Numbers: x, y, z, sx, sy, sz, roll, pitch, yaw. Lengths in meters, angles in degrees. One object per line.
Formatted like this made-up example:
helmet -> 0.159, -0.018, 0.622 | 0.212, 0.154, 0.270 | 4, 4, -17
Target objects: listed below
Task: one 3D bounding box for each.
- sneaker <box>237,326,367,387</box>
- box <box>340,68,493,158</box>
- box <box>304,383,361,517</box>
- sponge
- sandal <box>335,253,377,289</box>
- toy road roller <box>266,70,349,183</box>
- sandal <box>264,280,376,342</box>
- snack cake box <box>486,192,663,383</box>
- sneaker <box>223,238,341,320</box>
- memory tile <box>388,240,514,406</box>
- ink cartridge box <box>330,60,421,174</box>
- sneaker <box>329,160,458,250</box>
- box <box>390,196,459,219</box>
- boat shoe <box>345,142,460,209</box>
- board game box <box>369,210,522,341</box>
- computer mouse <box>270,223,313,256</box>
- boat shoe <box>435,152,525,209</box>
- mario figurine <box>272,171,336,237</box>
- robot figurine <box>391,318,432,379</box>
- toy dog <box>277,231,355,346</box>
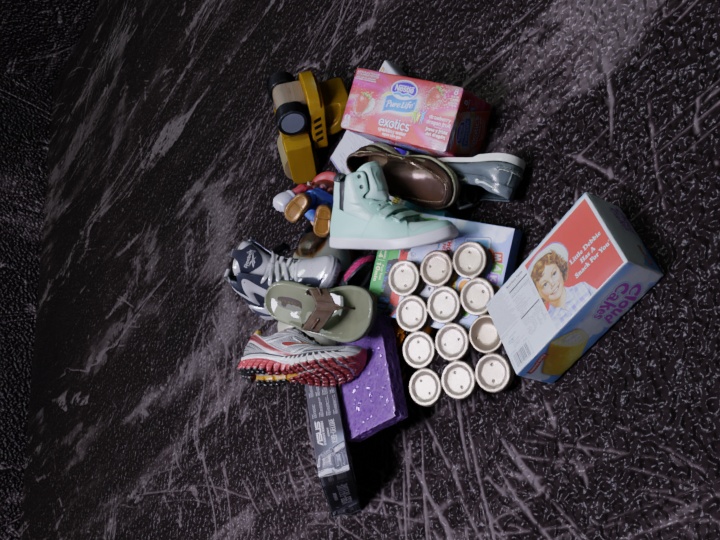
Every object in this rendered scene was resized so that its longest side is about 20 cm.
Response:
sneaker -> -0.085, 0.118, 1.317 | 0.196, 0.078, 0.083 | -1, 57, 19
box -> 0.082, -0.228, 1.338 | 0.198, 0.099, 0.097 | 19, 95, 36
box -> -0.045, 0.247, 1.368 | 0.159, 0.049, 0.203 | 80, 179, -55
sponge -> 0.011, 0.137, 1.318 | 0.111, 0.029, 0.203 | -37, 50, 41
sandal -> 0.000, 0.000, 1.377 | 0.075, 0.045, 0.200 | -30, 15, 48
toy road roller -> -0.087, -0.274, 1.679 | 0.202, 0.143, 0.124 | 85, 170, -50
sandal -> -0.064, 0.057, 1.283 | 0.198, 0.057, 0.081 | 5, 89, 32
snack cake box -> 0.247, 0.024, 1.075 | 0.201, 0.066, 0.116 | -52, 38, 31
sneaker -> -0.131, 0.000, 1.378 | 0.198, 0.129, 0.081 | -16, 46, 46
memory tile -> 0.119, 0.071, 1.199 | 0.151, 0.017, 0.204 | -17, 75, 27
ink cartridge box -> 0.041, -0.217, 1.502 | 0.201, 0.043, 0.199 | -57, 38, 23
sneaker -> 0.039, -0.090, 1.228 | 0.197, 0.073, 0.121 | 1, 95, 33
box -> 0.056, -0.086, 1.371 | 0.199, 0.049, 0.083 | 33, 95, 41
boat shoe -> 0.054, -0.131, 1.297 | 0.201, 0.074, 0.076 | 24, 118, 47
board game box -> 0.111, 0.003, 1.244 | 0.197, 0.036, 0.154 | 11, 87, 30
computer mouse -> -0.116, -0.043, 1.557 | 0.034, 0.199, 0.059 | 38, 123, 17
boat shoe -> 0.147, -0.121, 1.281 | 0.198, 0.072, 0.063 | -2, 72, 51
mario figurine -> -0.069, -0.092, 1.493 | 0.105, 0.125, 0.200 | -27, 7, 15
robot figurine -> 0.052, 0.095, 1.352 | 0.202, 0.057, 0.145 | -65, 34, 15
toy dog -> -0.074, 0.036, 1.497 | 0.193, 0.138, 0.204 | -22, 58, 50
